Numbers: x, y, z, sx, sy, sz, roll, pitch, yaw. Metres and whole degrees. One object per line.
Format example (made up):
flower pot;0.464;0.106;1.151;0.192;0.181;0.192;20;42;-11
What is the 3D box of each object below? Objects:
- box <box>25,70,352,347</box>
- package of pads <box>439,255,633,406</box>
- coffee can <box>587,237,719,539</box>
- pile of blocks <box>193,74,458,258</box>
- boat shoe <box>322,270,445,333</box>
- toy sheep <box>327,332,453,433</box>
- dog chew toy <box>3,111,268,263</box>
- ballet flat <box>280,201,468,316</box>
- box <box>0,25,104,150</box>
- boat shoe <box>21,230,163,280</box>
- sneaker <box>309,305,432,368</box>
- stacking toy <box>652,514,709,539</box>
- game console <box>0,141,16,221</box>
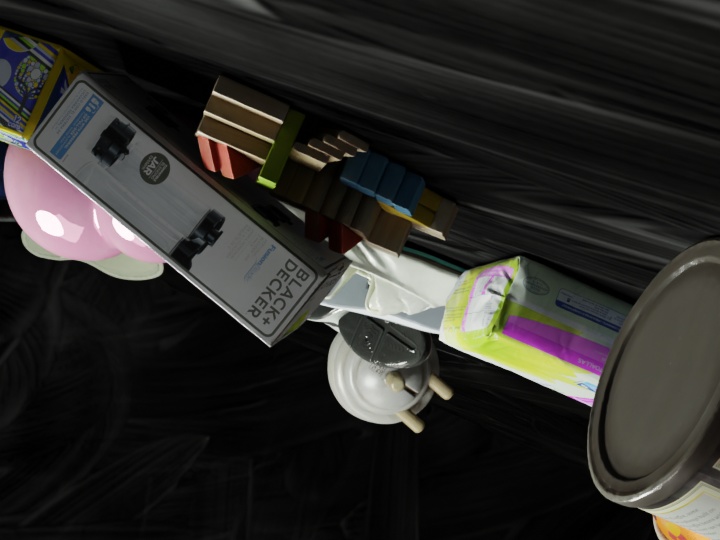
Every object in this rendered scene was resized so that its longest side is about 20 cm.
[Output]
box;-0.105;-0.042;1.211;0.200;0.060;0.117;39;-172;2
package of pads;0.146;0.050;1.400;0.154;0.068;0.200;23;174;-6
coffee can;0.241;0.089;0.997;0.200;0.147;0.146;25;174;-16
pile of blocks;-0.021;-0.050;1.170;0.200;0.062;0.082;26;174;-29
boat shoe;0.003;0.005;1.595;0.200;0.070;0.066;16;173;-2
toy sheep;0.029;0.109;2.101;0.138;0.138;0.200;24;178;-13
dog chew toy;-0.150;-0.060;1.335;0.200;0.125;0.125;11;170;26
ballet flat;0.000;0.000;1.529;0.200;0.070;0.069;22;174;5
box;-0.280;-0.140;1.308;0.200;0.070;0.064;20;174;27
boat shoe;-0.354;-0.041;2.567;0.201;0.061;0.072;14;129;9
sneaker;0.025;0.049;1.933;0.115;0.076;0.200;17;-171;-46
stacking toy;0.258;0.130;1.570;0.200;0.146;0.146;45;165;-26
game console;-0.345;-0.133;1.433;0.200;0.116;0.176;-114;-1;-49
